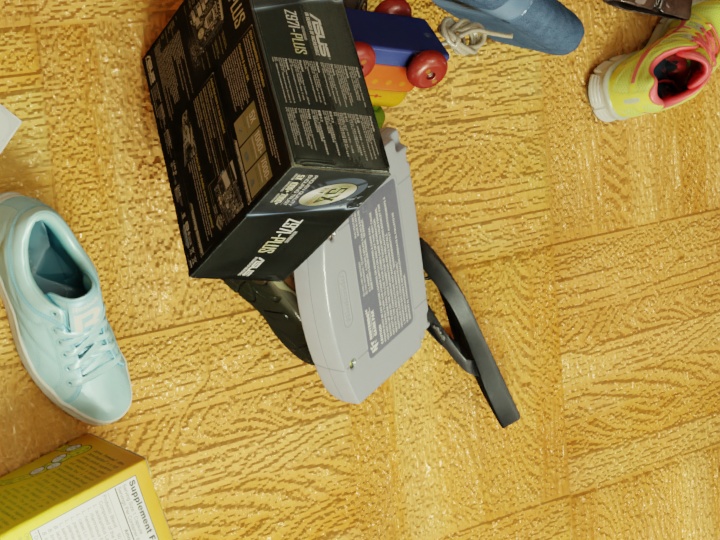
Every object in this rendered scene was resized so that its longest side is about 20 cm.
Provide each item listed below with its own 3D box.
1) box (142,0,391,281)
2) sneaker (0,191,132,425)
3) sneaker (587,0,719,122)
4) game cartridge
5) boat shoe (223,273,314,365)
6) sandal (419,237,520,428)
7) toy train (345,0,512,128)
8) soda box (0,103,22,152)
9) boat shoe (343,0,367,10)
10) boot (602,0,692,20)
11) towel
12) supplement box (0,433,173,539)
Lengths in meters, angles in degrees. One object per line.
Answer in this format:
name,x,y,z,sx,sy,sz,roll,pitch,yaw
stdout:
box,-0.075,-0.117,1.149,0.086,0.164,0.201,2,60,-34
sneaker,-0.221,0.037,1.163,0.074,0.082,0.200,-37,115,-25
sneaker,0.315,-0.201,1.500,0.200,0.090,0.078,-38,114,-27
game cartridge,0.000,0.000,1.255,0.133,0.041,0.201,-42,133,-46
boat shoe,-0.064,-0.004,1.278,0.074,0.076,0.200,-55,129,-23
sandal,0.088,0.063,1.389,0.043,0.076,0.201,-27,112,-1
toy train,0.024,-0.153,1.259,0.200,0.085,0.116,1,135,-36
soda box,-0.338,-0.139,1.074,0.200,0.064,0.068,42,72,-31
boat shoe,-0.027,-0.228,1.274,0.070,0.070,0.201,-14,105,-36
boot,0.319,-0.324,1.499,0.199,0.072,0.167,4,91,-25
towel,0.103,-0.241,1.314,0.200,0.111,0.049,21,91,-50
supplement box,-0.248,0.219,1.149,0.200,0.109,0.109,-26,110,-29
